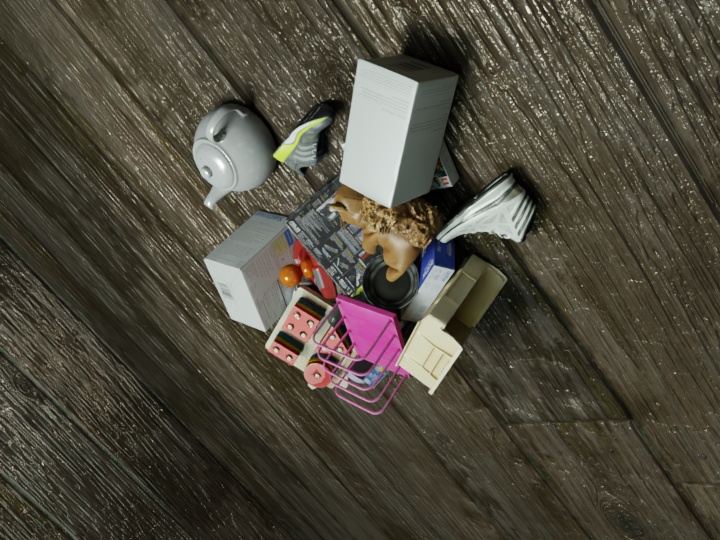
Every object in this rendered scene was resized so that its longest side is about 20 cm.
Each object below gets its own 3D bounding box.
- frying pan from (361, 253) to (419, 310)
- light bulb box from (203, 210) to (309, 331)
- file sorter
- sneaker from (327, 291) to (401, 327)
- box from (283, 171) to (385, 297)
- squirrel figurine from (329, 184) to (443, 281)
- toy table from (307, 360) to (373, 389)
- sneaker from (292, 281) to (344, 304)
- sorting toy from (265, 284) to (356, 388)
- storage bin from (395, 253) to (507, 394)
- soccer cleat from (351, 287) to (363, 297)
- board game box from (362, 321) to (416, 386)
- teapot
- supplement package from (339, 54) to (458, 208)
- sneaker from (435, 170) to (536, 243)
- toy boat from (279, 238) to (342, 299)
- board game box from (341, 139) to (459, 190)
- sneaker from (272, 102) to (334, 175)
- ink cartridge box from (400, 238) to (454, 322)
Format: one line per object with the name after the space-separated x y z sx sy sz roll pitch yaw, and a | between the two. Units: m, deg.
0.049 -0.013 1.144 0.114 0.192 0.031 -19 163 9 | frying pan
-0.234 -0.002 1.378 0.124 0.200 0.199 16 137 32 | light bulb box
0.002 0.176 1.167 0.138 0.126 0.201 18 144 31 | file sorter
0.035 0.094 1.269 0.104 0.199 0.060 53 165 29 | sneaker
-0.033 -0.073 1.164 0.200 0.158 0.050 49 176 -12 | box
0.042 -0.101 1.031 0.186 0.142 0.200 38 163 -3 | squirrel figurine
-0.062 0.219 1.490 0.117 0.184 0.201 -29 98 34 | toy table
-0.066 0.073 1.369 0.198 0.074 0.071 8 148 0 | sneaker
-0.107 0.171 1.349 0.198 0.070 0.201 32 117 -2 | sorting toy
0.176 0.100 1.118 0.093 0.200 0.199 34 143 11 | storage bin
-0.001 0.000 1.283 0.083 0.065 0.201 10 133 40 | soccer cleat
0.083 0.181 1.337 0.034 0.136 0.200 37 144 4 | board game box
-0.282 -0.245 1.219 0.196 0.146 0.201 0 127 41 | teapot
0.057 -0.222 0.914 0.117 0.117 0.202 31 127 28 | supplement package
0.221 -0.074 1.004 0.115 0.076 0.200 46 141 -5 | sneaker
-0.119 -0.004 1.284 0.200 0.130 0.132 -136 27 -68 | toy boat
0.069 -0.199 1.045 0.199 0.035 0.127 -4 124 44 | board game box
-0.095 -0.252 1.121 0.081 0.074 0.200 40 151 -15 | sneaker
0.132 0.014 1.152 0.044 0.095 0.201 13 144 -9 | ink cartridge box
